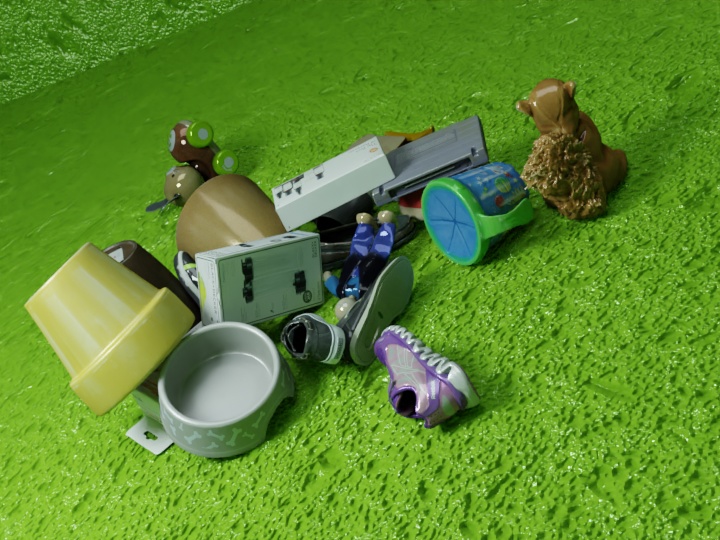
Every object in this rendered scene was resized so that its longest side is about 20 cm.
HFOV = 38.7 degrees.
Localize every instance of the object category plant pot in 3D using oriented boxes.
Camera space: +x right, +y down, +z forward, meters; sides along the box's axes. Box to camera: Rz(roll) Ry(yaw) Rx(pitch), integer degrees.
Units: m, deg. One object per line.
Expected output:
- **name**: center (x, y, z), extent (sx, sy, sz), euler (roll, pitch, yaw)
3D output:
- **plant pot**: center (-0.355, 0.060, 1.653), extent (0.184, 0.202, 0.188), euler (-20, 29, 12)
- **plant pot**: center (-0.372, 0.073, 1.477), extent (0.200, 0.189, 0.201), euler (-43, 11, 10)
- **plant pot**: center (-0.182, -0.039, 1.721), extent (0.185, 0.188, 0.199), euler (-37, 44, -20)

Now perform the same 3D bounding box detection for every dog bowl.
- **dog bowl**: center (-0.192, 0.158, 1.430), extent (0.196, 0.059, 0.203), euler (-4, 49, 4)

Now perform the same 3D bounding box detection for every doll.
- **doll**: center (0.000, 0.000, 1.591), extent (0.134, 0.049, 0.203), euler (-4, 50, 26)

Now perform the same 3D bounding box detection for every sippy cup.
- **sippy cup**: center (0.182, -0.096, 1.549), extent (0.129, 0.141, 0.178), euler (-28, 58, -26)

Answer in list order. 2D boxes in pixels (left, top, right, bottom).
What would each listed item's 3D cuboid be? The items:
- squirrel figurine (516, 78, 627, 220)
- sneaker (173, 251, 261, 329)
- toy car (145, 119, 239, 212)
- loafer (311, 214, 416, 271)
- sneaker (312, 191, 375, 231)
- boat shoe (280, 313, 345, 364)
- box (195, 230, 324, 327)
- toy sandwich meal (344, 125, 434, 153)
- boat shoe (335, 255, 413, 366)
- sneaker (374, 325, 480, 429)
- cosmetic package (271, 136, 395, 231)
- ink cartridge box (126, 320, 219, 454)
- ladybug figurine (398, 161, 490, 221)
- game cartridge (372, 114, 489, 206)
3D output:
- **squirrel figurine**: center (0.304, -0.183, 1.513), extent (0.139, 0.189, 0.201), euler (-13, 31, 22)
- **sneaker**: center (-0.225, 0.034, 1.660), extent (0.082, 0.072, 0.201), euler (-39, 67, 0)
- **toy car**: center (-0.382, -0.201, 2.178), extent (0.201, 0.158, 0.163), euler (-51, 23, -18)
- **loafer**: center (-0.006, -0.055, 1.694), extent (0.197, 0.064, 0.072), euler (-20, 29, 12)
- **sneaker**: center (-0.077, -0.111, 1.830), extent (0.197, 0.076, 0.106), euler (1, 36, 39)
- **boat shoe**: center (-0.081, 0.094, 1.457), extent (0.056, 0.070, 0.199), euler (12, -4, -22)
- **box**: center (-0.152, 0.014, 1.574), extent (0.198, 0.119, 0.060), euler (-17, 19, -39)
- **toy sandwich meal**: center (0.060, -0.205, 1.876), extent (0.202, 0.071, 0.206), euler (-20, 29, 12)
- **boat shoe**: center (0.016, 0.052, 1.489), extent (0.067, 0.072, 0.201), euler (-3, 41, 40)
- **sneaker**: center (0.064, 0.140, 1.309), extent (0.088, 0.081, 0.199), euler (-41, 32, -12)
- **cosmetic package**: center (-0.046, -0.143, 1.679), extent (0.197, 0.051, 0.083), euler (-27, 32, 4)
- **ink cartridge box**: center (-0.269, 0.172, 1.537), extent (0.200, 0.069, 0.115), euler (-42, 32, -25)
- **ladybug figurine**: center (0.141, -0.143, 1.705), extent (0.197, 0.073, 0.137), euler (-8, 34, 30)
- **game cartridge**: center (0.112, -0.180, 1.680), extent (0.197, 0.039, 0.130), euler (-22, 27, 15)
